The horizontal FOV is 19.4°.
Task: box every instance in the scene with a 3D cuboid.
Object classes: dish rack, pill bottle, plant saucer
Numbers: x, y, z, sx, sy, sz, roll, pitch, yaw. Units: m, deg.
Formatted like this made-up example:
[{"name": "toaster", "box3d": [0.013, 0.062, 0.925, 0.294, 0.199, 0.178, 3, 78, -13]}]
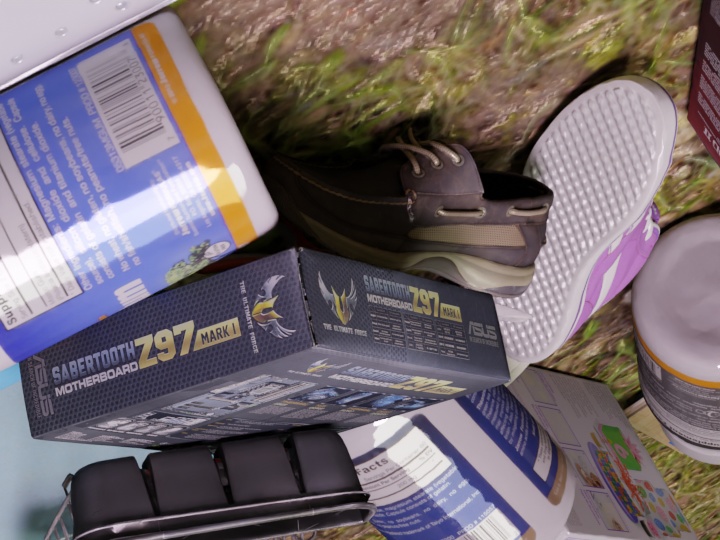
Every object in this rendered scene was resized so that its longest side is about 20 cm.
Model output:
[{"name": "dish rack", "box3d": [-0.093, 0.138, 1.094, 0.153, 0.055, 0.200, -5, 158, -21]}, {"name": "pill bottle", "box3d": [-0.146, -0.023, 0.912, 0.199, 0.112, 0.112, -27, 154, -2]}, {"name": "pill bottle", "box3d": [0.025, 0.084, 1.194, 0.111, 0.111, 0.200, -35, 119, 14]}, {"name": "plant saucer", "box3d": [-0.172, 0.106, 1.111, 0.199, 0.027, 0.201, -15, 144, -11]}, {"name": "pill bottle", "box3d": [0.242, 0.053, 1.416, 0.116, 0.117, 0.200, -27, 154, -3]}]

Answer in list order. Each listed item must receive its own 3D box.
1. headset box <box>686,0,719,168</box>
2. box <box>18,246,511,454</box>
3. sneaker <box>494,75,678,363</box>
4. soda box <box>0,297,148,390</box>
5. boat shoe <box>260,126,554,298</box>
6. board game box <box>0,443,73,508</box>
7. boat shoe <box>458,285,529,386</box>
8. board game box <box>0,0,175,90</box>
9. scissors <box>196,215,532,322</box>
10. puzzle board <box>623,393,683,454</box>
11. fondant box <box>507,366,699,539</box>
[{"name": "headset box", "box3d": [0.266, -0.129, 1.165, 0.148, 0.077, 0.200, -24, 152, -10]}, {"name": "box", "box3d": [-0.040, 0.044, 1.005, 0.157, 0.051, 0.200, -18, 165, 27]}, {"name": "sneaker", "box3d": [0.144, -0.046, 1.224, 0.114, 0.073, 0.201, -31, 156, -44]}, {"name": "soda box", "box3d": [-0.204, 0.027, 0.999, 0.199, 0.064, 0.068, -27, 154, -4]}, {"name": "boat shoe", "box3d": [0.026, -0.041, 1.113, 0.200, 0.074, 0.074, 12, 107, -47]}, {"name": "board game box", "box3d": [-0.163, 0.100, 1.184, 0.200, 0.048, 0.101, -41, 150, 23]}, {"name": "boat shoe", "box3d": [0.031, 0.063, 1.292, 0.201, 0.072, 0.060, -37, -163, -11]}, {"name": "board game box", "box3d": [-0.178, -0.124, 0.801, 0.199, 0.026, 0.200, -27, 153, -4]}, {"name": "scissors", "box3d": [0.000, 0.000, 1.116, 0.199, 0.074, 0.014, -4, 166, -24]}, {"name": "puzzle board", "box3d": [0.303, 0.069, 1.616, 0.200, 0.017, 0.151, -35, 154, 14]}, {"name": "fondant box", "box3d": [0.135, 0.138, 1.431, 0.058, 0.145, 0.200, -41, 151, 23]}]
